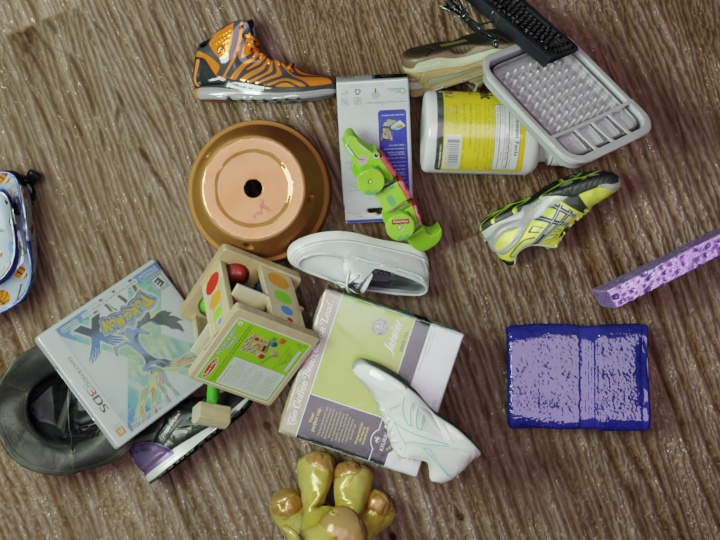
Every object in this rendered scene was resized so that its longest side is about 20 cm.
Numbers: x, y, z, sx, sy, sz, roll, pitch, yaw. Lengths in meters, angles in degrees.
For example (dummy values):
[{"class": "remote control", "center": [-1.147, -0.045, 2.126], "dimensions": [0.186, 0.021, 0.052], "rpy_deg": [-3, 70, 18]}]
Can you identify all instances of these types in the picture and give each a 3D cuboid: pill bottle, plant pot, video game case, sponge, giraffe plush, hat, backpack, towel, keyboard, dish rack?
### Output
[{"class": "pill bottle", "center": [0.182, -0.184, 1.724], "dimensions": [0.199, 0.111, 0.112], "rpy_deg": [2, 91, -2]}, {"class": "plant pot", "center": [-0.138, -0.108, 1.710], "dimensions": [0.199, 0.140, 0.201], "rpy_deg": [0, 90, -1]}, {"class": "video game case", "center": [-0.304, 0.110, 1.724], "dimensions": [0.200, 0.022, 0.182], "rpy_deg": [-37, 90, -30]}, {"class": "sponge", "center": [0.417, -0.006, 1.731], "dimensions": [0.200, 0.112, 0.030], "rpy_deg": [-27, 89, 0]}, {"class": "giraffe plush", "center": [-0.046, 0.356, 1.709], "dimensions": [0.172, 0.162, 0.201], "rpy_deg": [20, 91, -1]}, {"class": "hat", "center": [-0.398, 0.181, 1.745], "dimensions": [0.200, 0.081, 0.201], "rpy_deg": [0, 92, -15]}, {"class": "backpack", "center": [-0.518, -0.030, 1.710], "dimensions": [0.199, 0.154, 0.191], "rpy_deg": [-10, 102, -3]}, {"class": "towel", "center": [0.299, 0.147, 1.769], "dimensions": [0.199, 0.050, 0.148], "rpy_deg": [0, 84, 0]}, {"class": "keyboard", "center": [0.186, -0.340, 1.700], "dimensions": [0.127, 0.021, 0.200], "rpy_deg": [-28, 62, -35]}, {"class": "dish rack", "center": [0.263, -0.217, 1.669], "dimensions": [0.171, 0.044, 0.200], "rpy_deg": [-26, 67, -33]}]

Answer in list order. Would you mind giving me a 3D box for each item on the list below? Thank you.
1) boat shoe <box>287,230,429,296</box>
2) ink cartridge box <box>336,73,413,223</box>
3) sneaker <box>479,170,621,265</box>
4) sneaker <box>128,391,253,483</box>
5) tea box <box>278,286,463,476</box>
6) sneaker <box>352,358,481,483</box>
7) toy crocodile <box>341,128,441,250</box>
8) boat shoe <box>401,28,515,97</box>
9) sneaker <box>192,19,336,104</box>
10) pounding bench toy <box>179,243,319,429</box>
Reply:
[{"class": "boat shoe", "center": [0.000, 0.000, 1.723], "dimensions": [0.199, 0.072, 0.069], "rpy_deg": [11, 47, -23]}, {"class": "ink cartridge box", "center": [0.020, -0.166, 1.743], "dimensions": [0.099, 0.039, 0.201], "rpy_deg": [-2, 110, -1]}, {"class": "sneaker", "center": [0.266, -0.076, 1.754], "dimensions": [0.200, 0.075, 0.077], "rpy_deg": [-24, 99, 10]}, {"class": "sneaker", "center": [-0.235, 0.199, 1.751], "dimensions": [0.200, 0.076, 0.088], "rpy_deg": [-37, 85, 0]}, {"class": "tea box", "center": [0.012, 0.145, 1.720], "dimensions": [0.196, 0.134, 0.201], "rpy_deg": [19, 91, -2]}, {"class": "sneaker", "center": [0.058, 0.192, 1.621], "dimensions": [0.200, 0.070, 0.080], "rpy_deg": [43, 93, -4]}, {"class": "toy crocodile", "center": [0.039, -0.107, 1.710], "dimensions": [0.062, 0.068, 0.200], "rpy_deg": [-32, 110, 7]}, {"class": "boat shoe", "center": [0.156, -0.281, 1.752], "dimensions": [0.199, 0.072, 0.076], "rpy_deg": [-10, 117, -2]}, {"class": "sneaker", "center": [-0.129, -0.285, 1.736], "dimensions": [0.199, 0.078, 0.112], "rpy_deg": [1, 92, -1]}, {"class": "pounding bench toy", "center": [-0.171, 0.092, 1.695], "dimensions": [0.124, 0.156, 0.200], "rpy_deg": [22, 118, -29]}]
